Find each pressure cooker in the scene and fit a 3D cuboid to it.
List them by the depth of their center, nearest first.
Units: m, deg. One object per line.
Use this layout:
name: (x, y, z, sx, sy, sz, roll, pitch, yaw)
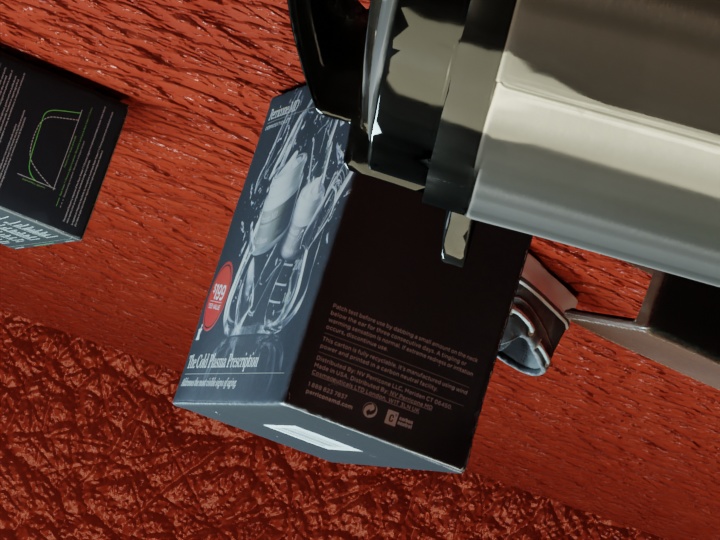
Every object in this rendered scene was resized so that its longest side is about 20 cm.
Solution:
pressure cooker: (0.079, -0.090, 0.620, 0.198, 0.177, 0.179, 14, 167, 2)

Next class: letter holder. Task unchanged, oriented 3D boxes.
letter holder: (0.193, 0.012, 1.231, 0.199, 0.101, 0.142, 23, 171, -28)

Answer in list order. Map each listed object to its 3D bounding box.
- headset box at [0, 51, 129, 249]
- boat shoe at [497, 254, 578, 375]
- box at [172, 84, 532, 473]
headset box: (-0.271, -0.092, 1.548, 0.199, 0.093, 0.174, 22, 171, -19)
boat shoe: (0.079, 0.021, 1.597, 0.071, 0.068, 0.200, 13, 169, 28)
box: (0.000, 0.000, 1.277, 0.103, 0.183, 0.200, 21, 170, -18)
